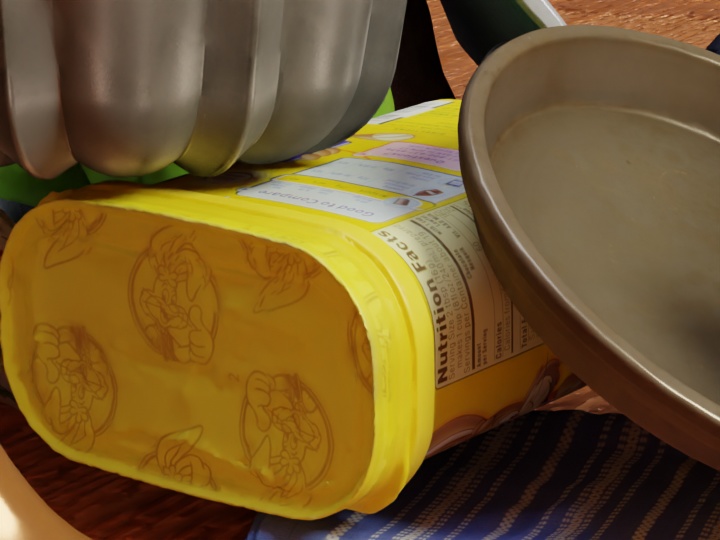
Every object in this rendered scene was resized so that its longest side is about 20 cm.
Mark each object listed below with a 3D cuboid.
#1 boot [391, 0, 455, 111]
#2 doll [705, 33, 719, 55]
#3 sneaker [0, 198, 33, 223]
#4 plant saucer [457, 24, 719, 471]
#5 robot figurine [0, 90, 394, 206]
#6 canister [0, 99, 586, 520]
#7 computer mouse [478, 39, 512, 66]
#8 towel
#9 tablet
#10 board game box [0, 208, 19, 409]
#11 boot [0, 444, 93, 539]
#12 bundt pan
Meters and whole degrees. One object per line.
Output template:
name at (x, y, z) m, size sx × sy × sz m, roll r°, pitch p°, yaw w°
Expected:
boot at (0.018, -0.103, 1.320) m, size 0.072 × 0.167 × 0.200 m, roll -1°, pitch 13°, yaw 7°
doll at (0.155, -0.058, 1.207) m, size 0.200 × 0.137 × 0.048 m, roll -28°, pitch 42°, yaw -23°
sneaker at (-0.127, -0.027, 1.221) m, size 0.084 × 0.075 × 0.200 m, roll -2°, pitch 13°, yaw -1°
plant saucer at (0.114, 0.000, 0.890) m, size 0.199 × 0.030 × 0.200 m, roll 21°, pitch 34°, yaw -15°
robot figurine at (-0.060, -0.078, 1.114) m, size 0.116 × 0.175 × 0.200 m, roll 35°, pitch 17°, yaw -40°
canister at (0.007, 0.004, 0.940) m, size 0.148 × 0.087 × 0.200 m, roll 11°, pitch 19°, yaw 36°
computer mouse at (0.000, 0.000, 1.131) m, size 0.199 × 0.046 × 0.141 m, roll -22°, pitch 44°, yaw 5°
towel at (0.078, 0.066, 0.897) m, size 0.199 × 0.024 × 0.145 m, roll 2°, pitch 14°, yaw 18°
tablet at (0.064, -0.099, 1.247) m, size 0.014 × 0.130 × 0.200 m, roll -38°, pitch -24°, yaw -4°
board game box at (-0.160, -0.005, 1.043) m, size 0.035 × 0.126 × 0.200 m, roll -51°, pitch 31°, yaw -14°
boot at (-0.113, 0.039, 0.750) m, size 0.199 × 0.156 × 0.077 m, roll 4°, pitch 14°, yaw 25°
bundt pan at (-0.076, -0.076, 0.929) m, size 0.201 × 0.076 × 0.202 m, roll 0°, pitch 13°, yaw 0°
